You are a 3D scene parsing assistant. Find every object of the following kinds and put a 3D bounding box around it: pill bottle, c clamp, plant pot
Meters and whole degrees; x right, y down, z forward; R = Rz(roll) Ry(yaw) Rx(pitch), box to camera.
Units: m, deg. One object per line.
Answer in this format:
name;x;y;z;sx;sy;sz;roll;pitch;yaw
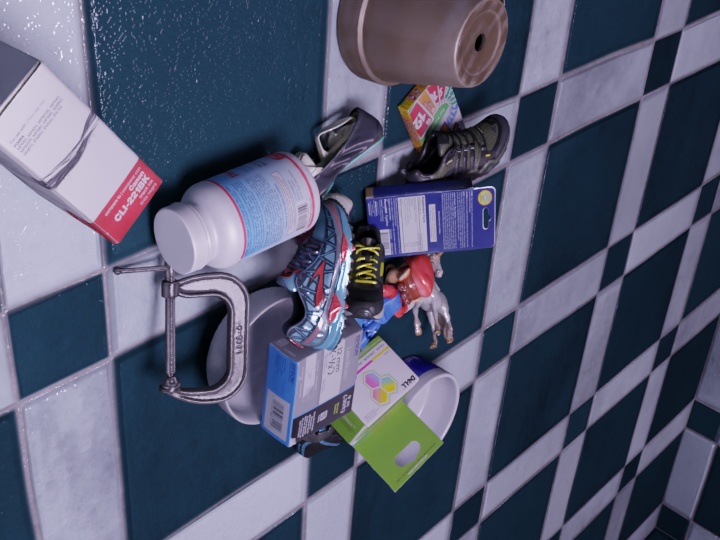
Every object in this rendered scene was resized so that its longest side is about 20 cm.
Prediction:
pill bottle;-0.153;-0.070;1.213;0.199;0.108;0.110;-27;134;-40
c clamp;-0.219;0.080;1.236;0.169;0.027;0.203;-10;107;-25
plant pot;0.097;-0.328;1.305;0.199;0.172;0.202;-33;137;-37

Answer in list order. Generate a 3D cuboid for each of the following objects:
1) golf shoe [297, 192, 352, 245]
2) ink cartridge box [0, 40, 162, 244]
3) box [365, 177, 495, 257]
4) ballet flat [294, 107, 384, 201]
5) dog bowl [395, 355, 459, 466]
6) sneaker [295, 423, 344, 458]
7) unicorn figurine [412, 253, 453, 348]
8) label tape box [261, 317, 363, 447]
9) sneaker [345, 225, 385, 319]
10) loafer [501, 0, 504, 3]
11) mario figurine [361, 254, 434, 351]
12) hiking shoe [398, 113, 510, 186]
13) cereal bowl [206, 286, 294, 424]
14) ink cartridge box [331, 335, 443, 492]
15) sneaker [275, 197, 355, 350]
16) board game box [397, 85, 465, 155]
golf shoe;-0.049;-0.019;1.422;0.091;0.075;0.203;-26;134;-45
ink cartridge box;-0.307;-0.129;0.934;0.084;0.143;0.200;-55;146;-10
box;0.109;-0.081;1.511;0.033;0.196;0.122;-92;177;-50
ballet flat;-0.053;-0.150;1.338;0.200;0.073;0.073;-45;144;-13
dog bowl;0.093;0.263;1.805;0.199;0.078;0.202;-33;138;-36
sneaker;-0.032;0.246;1.648;0.198;0.073;0.083;-19;141;-36
unicorn figurine;0.126;0.051;1.696;0.200;0.073;0.140;82;7;-69
label tape box;-0.047;0.143;1.399;0.199;0.066;0.145;-22;130;-43
sneaker;0.000;0.000;1.432;0.073;0.201;0.086;6;118;-6
loafer;0.183;-0.456;1.419;0.076;0.068;0.202;-41;141;-27
mario figurine;0.034;0.040;1.594;0.199;0.106;0.123;-40;178;-12
hiking shoe;0.150;-0.184;1.510;0.199;0.076;0.101;-40;146;-7
cereal bowl;-0.143;0.110;1.377;0.199;0.083;0.202;-33;138;-36
ink cartridge box;0.042;0.230;1.585;0.147;0.200;0.076;-35;166;-41
sneaker;-0.062;0.003;1.291;0.094;0.079;0.204;5;87;-20
board game box;0.122;-0.223;1.545;0.096;0.030;0.201;-51;147;-15
